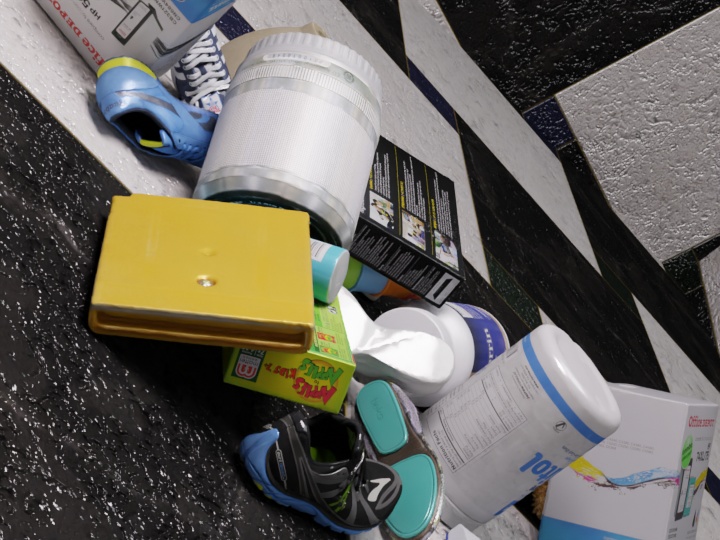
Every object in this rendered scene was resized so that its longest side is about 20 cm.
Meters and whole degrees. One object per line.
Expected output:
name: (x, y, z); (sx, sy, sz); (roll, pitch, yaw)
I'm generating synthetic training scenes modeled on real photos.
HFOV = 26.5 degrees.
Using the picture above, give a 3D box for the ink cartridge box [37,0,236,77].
ink cartridge box: (-0.212, -0.282, 1.492); (0.146, 0.200, 0.084); (51, 45, -3)

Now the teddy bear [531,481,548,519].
teddy bear: (0.202, 0.226, 1.817); (0.200, 0.066, 0.146); (-2, 73, -71)

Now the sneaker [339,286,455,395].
sneaker: (-0.008, 0.077, 1.529); (0.199, 0.089, 0.075); (27, 62, -1)

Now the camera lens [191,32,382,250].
camera lens: (-0.069, -0.110, 1.496); (0.160, 0.159, 0.201); (39, 54, -38)

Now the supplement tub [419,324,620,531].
supplement tub: (0.151, 0.160, 1.553); (0.132, 0.200, 0.132); (45, 17, -18)

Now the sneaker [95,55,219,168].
sneaker: (-0.187, -0.132, 1.514); (0.200, 0.066, 0.079); (34, 36, -47)

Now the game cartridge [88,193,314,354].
game cartridge: (-0.127, -0.002, 1.261); (0.175, 0.033, 0.200); (6, 27, -6)

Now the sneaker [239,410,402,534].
sneaker: (-0.018, 0.167, 1.284); (0.199, 0.083, 0.071); (32, 26, -51)

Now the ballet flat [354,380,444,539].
ballet flat: (0.045, 0.190, 1.446); (0.072, 0.072, 0.201); (39, 22, -37)

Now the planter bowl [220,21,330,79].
planter bowl: (-0.075, -0.206, 1.798); (0.201, 0.134, 0.200); (54, 11, -16)

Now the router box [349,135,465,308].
router box: (0.036, -0.066, 1.648); (0.149, 0.051, 0.200); (31, 29, -19)

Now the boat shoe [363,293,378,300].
boat shoe: (0.005, -0.051, 1.849); (0.074, 0.066, 0.200); (40, 20, -35)

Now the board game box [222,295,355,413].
board game box: (-0.067, 0.052, 1.336); (0.101, 0.048, 0.200); (16, 16, -11)

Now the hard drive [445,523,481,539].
hard drive: (0.164, 0.348, 1.500); (0.200, 0.025, 0.132); (42, 19, -31)

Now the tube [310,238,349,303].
tube: (-0.110, -0.027, 1.381); (0.199, 0.051, 0.077); (20, 8, 13)

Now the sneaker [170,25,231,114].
sneaker: (-0.171, -0.216, 1.619); (0.200, 0.070, 0.109); (80, -12, -59)

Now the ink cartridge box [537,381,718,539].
ink cartridge box: (0.305, 0.234, 1.734); (0.145, 0.201, 0.147); (10, 0, 27)

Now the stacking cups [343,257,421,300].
stacking cups: (0.000, 0.000, 1.635); (0.199, 0.061, 0.061); (12, 39, -40)

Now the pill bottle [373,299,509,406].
pill bottle: (0.082, 0.091, 1.668); (0.116, 0.116, 0.200); (56, 17, 16)
